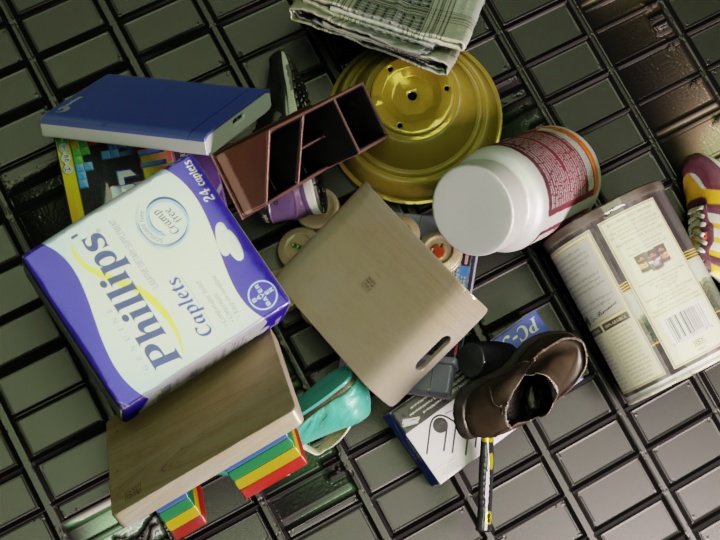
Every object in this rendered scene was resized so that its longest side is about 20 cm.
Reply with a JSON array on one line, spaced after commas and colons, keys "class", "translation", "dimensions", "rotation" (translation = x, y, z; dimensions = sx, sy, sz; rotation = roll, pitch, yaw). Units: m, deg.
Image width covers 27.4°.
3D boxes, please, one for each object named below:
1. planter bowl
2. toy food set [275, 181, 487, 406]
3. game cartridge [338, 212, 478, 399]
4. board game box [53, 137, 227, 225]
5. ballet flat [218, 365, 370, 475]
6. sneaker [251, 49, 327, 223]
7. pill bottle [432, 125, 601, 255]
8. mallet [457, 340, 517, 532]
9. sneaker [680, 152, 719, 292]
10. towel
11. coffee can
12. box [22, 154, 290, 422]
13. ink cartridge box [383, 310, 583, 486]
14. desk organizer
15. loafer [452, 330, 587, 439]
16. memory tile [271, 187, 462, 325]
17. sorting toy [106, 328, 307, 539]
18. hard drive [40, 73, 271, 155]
[{"class": "planter bowl", "translation": [0.058, -0.180, 1.625], "dimensions": [0.200, 0.083, 0.201], "rotation": [-1, 77, 4]}, {"class": "toy food set", "translation": [0.018, 0.022, 1.545], "dimensions": [0.144, 0.060, 0.200], "rotation": [-45, 65, 5]}, {"class": "game cartridge", "translation": [0.054, 0.034, 1.591], "dimensions": [0.129, 0.038, 0.201], "rotation": [4, 70, 18]}, {"class": "board game box", "translation": [-0.226, -0.065, 1.566], "dimensions": [0.165, 0.057, 0.201], "rotation": [-12, 79, -10]}, {"class": "ballet flat", "translation": [-0.074, 0.176, 1.545], "dimensions": [0.200, 0.067, 0.071], "rotation": [-30, 112, 3]}, {"class": "sneaker", "translation": [-0.097, -0.149, 1.621], "dimensions": [0.087, 0.076, 0.201], "rotation": [-13, 68, 9]}, {"class": "pill bottle", "translation": [0.166, -0.084, 1.573], "dimensions": [0.200, 0.114, 0.114], "rotation": [-23, 78, -54]}, {"class": "mallet", "translation": [0.126, 0.171, 1.541], "dimensions": [0.066, 0.041, 0.201], "rotation": [15, 79, -43]}, {"class": "sneaker", "translation": [0.396, -0.035, 1.665], "dimensions": [0.090, 0.075, 0.201], "rotation": [-20, 79, -18]}, {"class": "towel", "translation": [0.037, -0.299, 1.634], "dimensions": [0.192, 0.035, 0.200], "rotation": [21, 39, 3]}, {"class": "coffee can", "translation": [0.307, 0.025, 1.601], "dimensions": [0.146, 0.146, 0.200], "rotation": [-25, 82, -13]}, {"class": "box", "translation": [-0.203, 0.019, 1.470], "dimensions": [0.200, 0.105, 0.184], "rotation": [-33, 86, -13]}, {"class": "ink cartridge box", "translation": [0.134, 0.138, 1.600], "dimensions": [0.200, 0.044, 0.094], "rotation": [-35, 86, -15]}, {"class": "desk organizer", "translation": [-0.057, -0.126, 1.502], "dimensions": [0.200, 0.077, 0.072], "rotation": [-37, 103, -55]}, {"class": "loafer", "translation": [0.180, 0.124, 1.519], "dimensions": [0.200, 0.071, 0.073], "rotation": [-31, 116, -41]}, {"class": "memory tile", "translation": [0.000, 0.000, 1.591], "dimensions": [0.199, 0.017, 0.154], "rotation": [20, 74, 19]}, {"class": "sorting toy", "translation": [-0.148, 0.169, 1.473], "dimensions": [0.200, 0.199, 0.070], "rotation": [-31, 114, 2]}, {"class": "hard drive", "translation": [-0.211, -0.163, 1.525], "dimensions": [0.199, 0.025, 0.132], "rotation": [8, 31, 25]}]
